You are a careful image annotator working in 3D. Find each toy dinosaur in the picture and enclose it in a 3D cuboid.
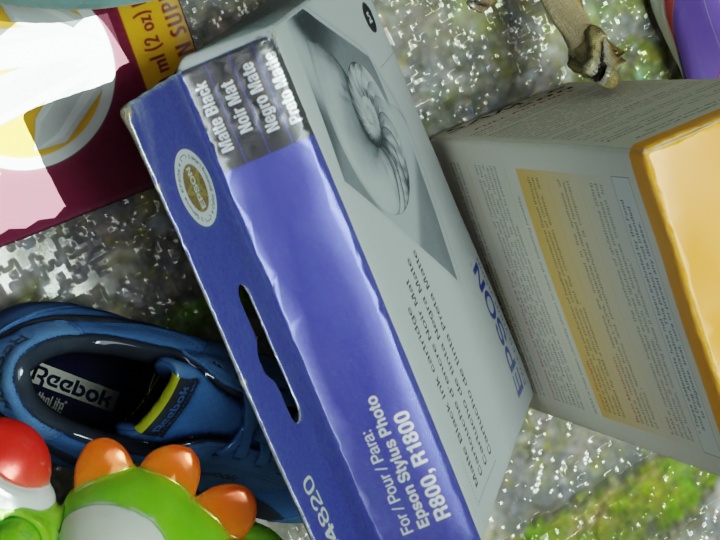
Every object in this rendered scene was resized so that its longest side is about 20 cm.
[{"bbox_3d":[0.076,-0.159,0.816,0.101,0.058,0.201,20,62,-22],"label":"toy dinosaur"}]

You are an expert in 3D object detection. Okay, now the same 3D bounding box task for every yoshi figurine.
[{"bbox_3d":[-0.125,0.114,0.700,0.199,0.112,0.113,12,51,-4],"label":"yoshi figurine"}]

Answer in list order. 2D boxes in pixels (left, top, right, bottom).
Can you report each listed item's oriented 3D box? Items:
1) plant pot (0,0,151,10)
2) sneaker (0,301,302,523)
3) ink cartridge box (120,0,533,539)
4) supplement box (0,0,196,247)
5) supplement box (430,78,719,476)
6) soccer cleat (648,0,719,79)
[{"bbox_3d":[-0.097,-0.206,0.648,0.199,0.135,0.201,3,58,-5],"label":"plant pot"},{"bbox_3d":[-0.053,0.060,0.761,0.199,0.078,0.066,15,85,-23],"label":"sneaker"},{"bbox_3d":[0.000,0.000,0.724,0.040,0.200,0.200,-19,103,18],"label":"ink cartridge box"},{"bbox_3d":[-0.161,-0.056,0.705,0.199,0.086,0.111,-23,101,-19],"label":"supplement box"},{"bbox_3d":[0.111,-0.004,0.756,0.073,0.200,0.127,-24,102,-16],"label":"supplement box"},{"bbox_3d":[0.175,-0.069,0.846,0.068,0.073,0.201,-21,100,-19],"label":"soccer cleat"}]
